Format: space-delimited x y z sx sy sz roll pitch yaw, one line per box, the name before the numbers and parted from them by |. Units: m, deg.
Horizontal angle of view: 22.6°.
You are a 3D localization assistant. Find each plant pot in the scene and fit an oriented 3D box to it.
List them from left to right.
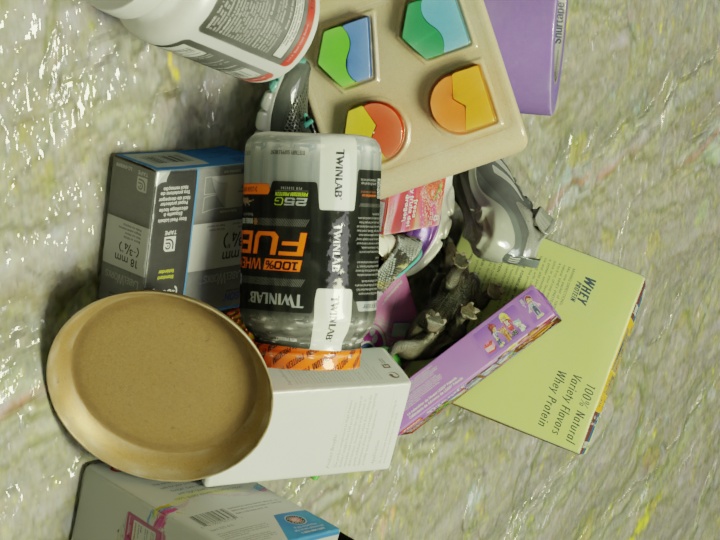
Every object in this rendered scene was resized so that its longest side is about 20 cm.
plant pot | -0.171 0.096 1.551 0.028 0.198 0.202 -77 163 -56

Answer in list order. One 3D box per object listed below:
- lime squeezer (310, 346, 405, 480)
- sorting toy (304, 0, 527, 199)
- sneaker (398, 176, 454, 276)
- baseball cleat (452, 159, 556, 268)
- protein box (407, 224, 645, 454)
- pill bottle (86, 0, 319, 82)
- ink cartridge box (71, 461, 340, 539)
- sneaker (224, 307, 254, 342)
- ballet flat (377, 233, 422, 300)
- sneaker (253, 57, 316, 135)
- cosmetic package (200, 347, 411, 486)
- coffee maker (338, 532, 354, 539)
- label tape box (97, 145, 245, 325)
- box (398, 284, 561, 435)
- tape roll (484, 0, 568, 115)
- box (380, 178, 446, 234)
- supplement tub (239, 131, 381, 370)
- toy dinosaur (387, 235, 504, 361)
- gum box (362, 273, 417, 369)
lime squeezer | 0.007 0.118 1.792 0.200 0.038 0.071 -48 169 -29
sorting toy | 0.039 -0.175 1.650 0.037 0.183 0.202 -68 139 -75
sneaker | 0.049 -0.096 1.841 0.083 0.080 0.202 11 90 -36
baseball cleat | 0.144 -0.076 1.870 0.105 0.201 0.070 17 134 -25
protein box | 0.181 0.069 1.933 0.135 0.198 0.200 28 83 -78
pill bottle | -0.133 -0.233 1.485 0.199 0.115 0.117 16 93 -54
ink cartridge box | -0.142 0.239 1.623 0.144 0.199 0.086 -4 113 -51
sneaker | -0.081 0.039 1.719 0.201 0.073 0.077 -57 152 -13
ballet flat | 0.000 0.000 1.729 0.200 0.071 0.073 -49 141 -48
sneaker | -0.054 -0.097 1.659 0.078 0.090 0.202 -63 163 -69
cosmetic package | -0.060 0.134 1.672 0.198 0.074 0.103 0 118 -29
coffee maker | -0.001 0.336 1.847 0.134 0.199 0.194 -27 128 -46
label tape box | -0.160 -0.003 1.600 0.143 0.063 0.202 -10 113 -50
box | 0.110 0.092 1.806 0.199 0.039 0.137 -38 171 6
tape roll | 0.162 -0.259 1.812 0.200 0.084 0.203 6 90 -80
box | 0.026 -0.146 1.746 0.094 0.102 0.202 -11 113 -51
supplement tub | -0.044 -0.017 1.565 0.122 0.122 0.203 0 92 -52
toy dinosaur | 0.083 0.049 1.794 0.201 0.076 0.102 -63 -178 -33
gum box | -0.026 0.089 1.814 0.200 0.066 0.114 -46 137 -30
